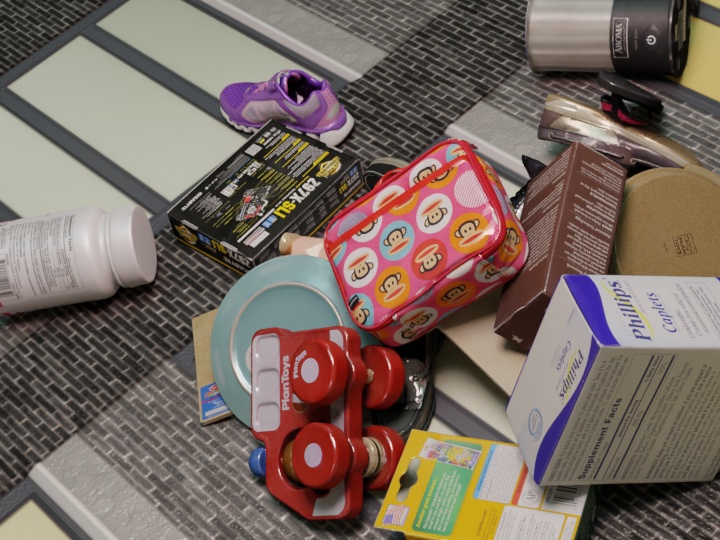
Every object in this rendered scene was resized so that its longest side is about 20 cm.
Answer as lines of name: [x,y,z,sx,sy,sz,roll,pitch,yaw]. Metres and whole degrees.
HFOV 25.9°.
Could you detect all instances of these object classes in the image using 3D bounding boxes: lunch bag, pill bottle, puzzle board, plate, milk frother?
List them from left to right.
pill bottle: [-0.355,-0.015,1.895,0.198,0.114,0.114,-9,45,9]
puzzle board: [-0.095,0.081,1.760,0.199,0.017,0.152,-22,49,13]
plate: [-0.076,0.081,1.694,0.198,0.026,0.202,-3,82,18]
lunch bag: [0.063,-0.038,1.624,0.199,0.082,0.177,-34,53,17]
milk frother: [0.327,-0.335,1.986,0.186,0.182,0.200,5,6,22]

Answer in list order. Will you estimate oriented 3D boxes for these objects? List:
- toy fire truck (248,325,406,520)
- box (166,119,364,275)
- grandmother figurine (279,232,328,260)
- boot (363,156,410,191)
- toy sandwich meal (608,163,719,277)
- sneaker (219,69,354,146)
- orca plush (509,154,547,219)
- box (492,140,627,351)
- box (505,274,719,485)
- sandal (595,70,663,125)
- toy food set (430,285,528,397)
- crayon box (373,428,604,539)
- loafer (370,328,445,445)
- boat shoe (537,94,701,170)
toy fire truck: [-0.049,0.155,1.616,0.167,0.112,0.202,-9,78,42]
box: [-0.116,-0.089,1.935,0.159,0.050,0.200,27,60,34]
grandmother figurine: [0.000,0.000,1.725,0.199,0.060,0.122,12,90,31]
boot: [0.033,-0.043,1.825,0.153,0.074,0.203,-40,46,-17]
toy sandwich meal: [0.336,-0.022,1.678,0.203,0.070,0.207,4,73,-12]
sneaker: [-0.102,-0.225,2.035,0.199,0.089,0.081,15,54,31]
orca plush: [0.138,-0.039,1.731,0.071,0.201,0.105,33,21,28]
box: [0.207,-0.022,1.605,0.075,0.100,0.201,29,55,-13]
box: [0.263,0.103,1.476,0.198,0.185,0.105,1,40,-21]
sandal: [0.314,-0.192,1.826,0.075,0.200,0.045,33,99,16]
toy food set: [0.182,0.082,1.641,0.143,0.061,0.200,-34,58,-20]
crayon box: [0.128,0.231,1.538,0.198,0.052,0.126,7,49,23]
loafer: [0.048,0.098,1.685,0.071,0.063,0.201,1,47,16]
boat shoe: [0.301,-0.145,1.839,0.199,0.065,0.072,26,15,15]
